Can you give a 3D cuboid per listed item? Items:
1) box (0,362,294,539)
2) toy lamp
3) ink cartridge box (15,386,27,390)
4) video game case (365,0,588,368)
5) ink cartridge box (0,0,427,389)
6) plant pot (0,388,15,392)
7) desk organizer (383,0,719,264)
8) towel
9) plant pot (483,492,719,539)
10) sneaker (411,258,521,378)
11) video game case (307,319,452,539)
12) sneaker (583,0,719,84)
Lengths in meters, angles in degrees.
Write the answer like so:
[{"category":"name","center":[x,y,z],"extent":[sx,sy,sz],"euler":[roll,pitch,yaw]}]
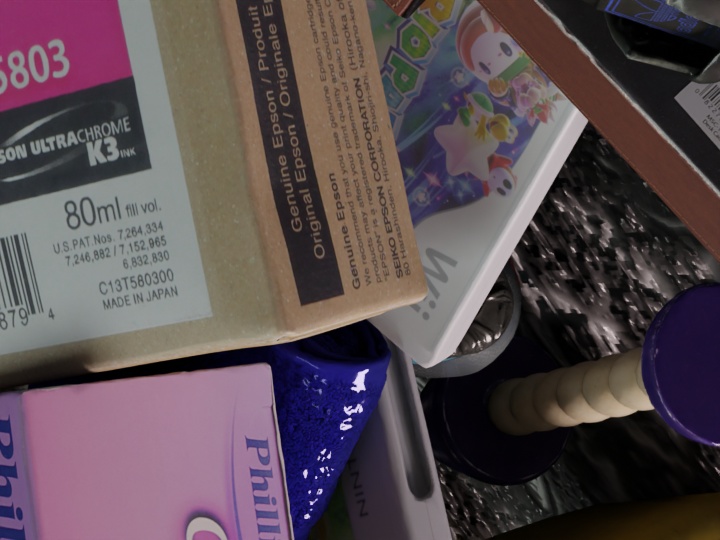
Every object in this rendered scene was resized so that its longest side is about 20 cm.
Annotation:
[{"category":"box","center":[-0.113,0.131,0.786],"extent":[0.199,0.096,0.177],"euler":[-11,85,48]},{"category":"toy lamp","center":[0.074,0.043,0.841],"extent":[0.058,0.058,0.200],"euler":[51,157,-10]},{"category":"ink cartridge box","center":[-0.220,0.054,1.208],"extent":[0.115,0.200,0.068],"euler":[36,156,25]},{"category":"video game case","center":[-0.020,-0.084,0.754],"extent":[0.200,0.018,0.144],"euler":[40,126,16]},{"category":"ink cartridge box","center":[-0.091,-0.051,0.745],"extent":[0.199,0.075,0.166],"euler":[-12,92,38]},{"category":"plant pot","center":[-0.243,0.028,1.039],"extent":[0.187,0.187,0.201],"euler":[30,141,36]},{"category":"desk organizer","center":[0.062,-0.076,0.638],"extent":[0.200,0.072,0.077],"euler":[47,161,1]},{"category":"towel","center":[-0.072,0.064,0.838],"extent":[0.148,0.049,0.201],"euler":[48,129,38]},{"category":"plant pot","center":[0.081,0.188,0.878],"extent":[0.194,0.200,0.195],"euler":[50,159,-9]},{"category":"sneaker","center":[0.000,0.000,0.910],"extent":[0.095,0.080,0.200],"euler":[36,170,-39]},{"category":"video game case","center":[-0.047,0.055,0.862],"extent":[0.200,0.022,0.183],"euler":[-23,76,51]},{"category":"sneaker","center":[0.104,-0.063,0.568],"extent":[0.200,0.078,0.070],"euler":[44,158,8]}]
